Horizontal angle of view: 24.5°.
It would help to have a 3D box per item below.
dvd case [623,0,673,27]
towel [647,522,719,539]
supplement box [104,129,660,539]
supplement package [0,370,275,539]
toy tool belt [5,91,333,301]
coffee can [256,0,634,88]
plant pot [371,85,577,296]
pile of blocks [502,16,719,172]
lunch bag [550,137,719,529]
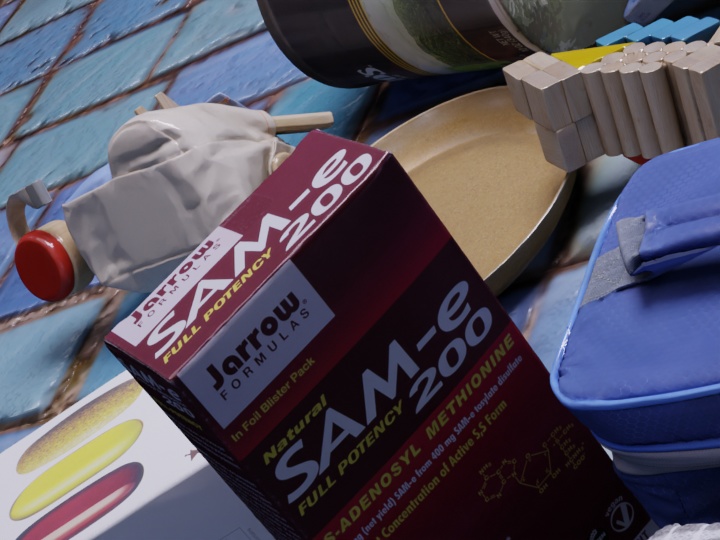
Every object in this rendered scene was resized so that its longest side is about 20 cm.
[{"bbox_3d":[0.185,-0.212,0.836,0.200,0.017,0.144,125,167,-84],"label":"dvd case"},{"bbox_3d":[0.139,0.148,0.443,0.199,0.086,0.166,-10,40,42],"label":"towel"},{"bbox_3d":[0.014,0.061,0.594,0.109,0.200,0.061,-46,29,-14],"label":"supplement box"},{"bbox_3d":[-0.073,0.109,0.723,0.199,0.110,0.114,-33,28,10],"label":"supplement package"},{"bbox_3d":[-0.111,-0.043,1.009,0.199,0.126,0.123,-23,7,43],"label":"toy tool belt"},{"bbox_3d":[0.051,-0.188,0.976,0.199,0.147,0.147,1,47,50],"label":"coffee can"},{"bbox_3d":[0.033,-0.021,0.879,0.199,0.028,0.201,-28,29,17],"label":"plant pot"},{"bbox_3d":[0.165,-0.081,0.780,0.199,0.063,0.082,0,33,37],"label":"pile of blocks"},{"bbox_3d":[0.161,0.018,0.557,0.199,0.133,0.136,-14,36,37],"label":"lunch bag"}]
